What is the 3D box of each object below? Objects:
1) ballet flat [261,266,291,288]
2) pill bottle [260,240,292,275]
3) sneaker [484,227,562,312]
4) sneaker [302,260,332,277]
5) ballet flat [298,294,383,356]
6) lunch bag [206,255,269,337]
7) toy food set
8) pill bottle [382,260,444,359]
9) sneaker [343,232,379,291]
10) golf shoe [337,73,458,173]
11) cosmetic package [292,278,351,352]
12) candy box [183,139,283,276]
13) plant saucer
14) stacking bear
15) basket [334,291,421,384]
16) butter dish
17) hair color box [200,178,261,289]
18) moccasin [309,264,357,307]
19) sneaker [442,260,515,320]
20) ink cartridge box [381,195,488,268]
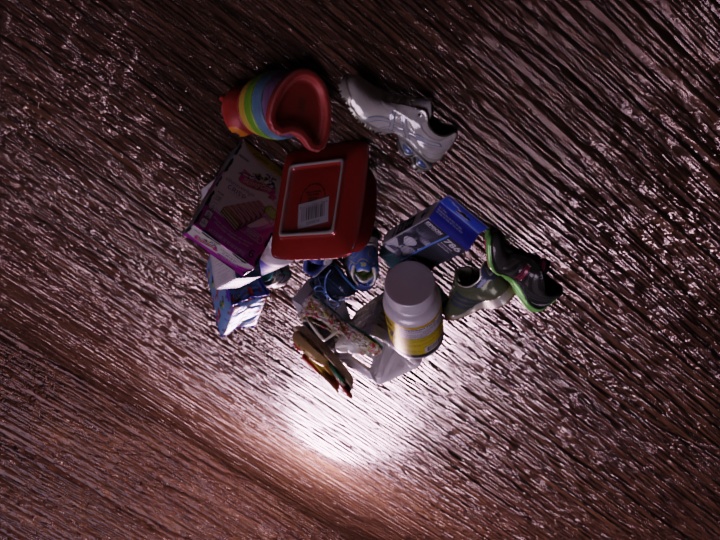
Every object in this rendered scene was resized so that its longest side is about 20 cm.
[{"bbox_3d":[-0.215,0.012,1.803,0.072,0.073,0.199,43,155,-28],"label":"ballet flat"},{"bbox_3d":[-0.188,-0.055,1.631,0.112,0.113,0.199,39,148,-22],"label":"pill bottle"},{"bbox_3d":[0.280,-0.011,1.395,0.083,0.078,0.200,-26,128,33],"label":"sneaker"},{"bbox_3d":[-0.061,-0.053,1.562,0.074,0.089,0.201,27,149,0],"label":"sneaker"},{"bbox_3d":[-0.045,0.125,1.634,0.199,0.064,0.076,35,164,23],"label":"ballet flat"},{"bbox_3d":[-0.291,0.015,1.779,0.202,0.093,0.151,62,150,20],"label":"lunch bag"},{"bbox_3d":[-0.086,0.203,1.810,0.198,0.049,0.200,49,168,-10],"label":"toy food set"},{"bbox_3d":[0.101,0.075,1.543,0.112,0.116,0.201,15,151,17],"label":"pill bottle"},{"bbox_3d":[0.000,0.000,1.587,0.074,0.079,0.201,1,155,3],"label":"sneaker"},{"bbox_3d":[0.060,-0.241,1.213,0.198,0.079,0.097,34,133,-24],"label":"golf shoe"},{"bbox_3d":[-0.076,0.116,1.835,0.101,0.074,0.202,26,152,30],"label":"cosmetic package"},{"bbox_3d":[-0.212,-0.114,1.469,0.135,0.202,0.061,35,150,-19],"label":"candy box"},{"bbox_3d":[0.113,0.022,1.614,0.069,0.019,0.200,-7,135,43],"label":"plant saucer"},{"bbox_3d":[-0.149,-0.258,1.292,0.120,0.116,0.198,19,173,-43],"label":"stacking bear"},{"bbox_3d":[0.053,0.142,1.740,0.134,0.125,0.200,33,151,-12],"label":"basket"},{"bbox_3d":[-0.040,-0.103,1.411,0.197,0.204,0.147,-1,165,38],"label":"butter dish"},{"bbox_3d":[-0.251,-0.075,1.572,0.060,0.204,0.099,-4,170,-36],"label":"hair color box"},{"bbox_3d":[-0.057,0.034,1.634,0.081,0.068,0.200,50,173,-9],"label":"moccasin"},{"bbox_3d":[0.202,0.031,1.523,0.090,0.067,0.199,49,149,-12],"label":"sneaker"},{"bbox_3d":[0.129,-0.060,1.453,0.099,0.040,0.199,36,148,-16],"label":"ink cartridge box"}]
